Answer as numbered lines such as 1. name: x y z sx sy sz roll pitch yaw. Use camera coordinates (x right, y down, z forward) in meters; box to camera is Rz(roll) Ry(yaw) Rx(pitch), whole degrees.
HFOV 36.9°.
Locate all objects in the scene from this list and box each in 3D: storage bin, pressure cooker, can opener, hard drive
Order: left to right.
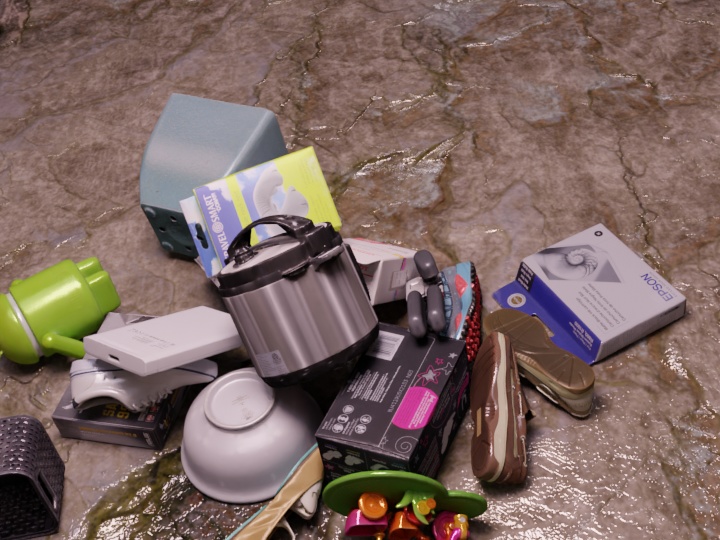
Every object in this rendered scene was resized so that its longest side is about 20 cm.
1. storage bin: -0.491 0.274 1.374 0.198 0.136 0.094 -10 44 2
2. hard drive: -0.248 0.091 1.442 0.131 0.027 0.199 14 20 39
3. pressure cooker: -0.084 0.026 1.365 0.175 0.201 0.179 -24 9 4
4. can opener: 0.082 0.026 1.442 0.053 0.067 0.200 -17 15 7

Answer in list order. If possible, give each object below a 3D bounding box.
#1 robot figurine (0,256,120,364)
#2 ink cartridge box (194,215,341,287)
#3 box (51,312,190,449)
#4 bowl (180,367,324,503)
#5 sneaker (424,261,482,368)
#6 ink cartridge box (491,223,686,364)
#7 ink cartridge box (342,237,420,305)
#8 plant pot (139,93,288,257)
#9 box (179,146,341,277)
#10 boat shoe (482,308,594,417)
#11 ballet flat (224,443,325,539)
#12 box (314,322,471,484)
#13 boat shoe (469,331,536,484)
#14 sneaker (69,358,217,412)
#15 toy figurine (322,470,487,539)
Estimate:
1. robot figurine: -0.462 0.061 1.603 0.199 0.116 0.175 -30 45 -18
2. ink cartridge box: -0.138 -0.044 1.589 0.200 0.084 0.145 -40 11 -6
3. box: -0.320 0.151 1.529 0.157 0.049 0.201 5 46 16
4. bowl: -0.150 0.196 1.417 0.199 0.091 0.202 -7 43 6
5. sneaker: 0.119 0.072 1.512 0.095 0.080 0.201 -10 34 16
6. ink cartridge box: 0.316 0.035 1.520 0.199 0.041 0.200 -26 45 -15
7. ink cartridge box: 0.000 0.000 1.526 0.116 0.068 0.200 15 9 26
8. plant pot: -0.237 -0.129 1.708 0.194 0.197 0.201 12 56 23
9. box: -0.139 -0.080 1.490 0.199 0.048 0.123 -21 85 -6
10. boat shoe: 0.235 0.121 1.444 0.073 0.063 0.200 -28 41 -23
11. ballet flat: -0.093 0.300 1.328 0.063 0.069 0.200 39 64 13
12. box: 0.046 0.184 1.370 0.131 0.115 0.200 11 46 23
13. boat shoe: 0.184 0.177 1.373 0.074 0.075 0.204 18 58 -16
14. sneaker: -0.289 0.155 1.446 0.198 0.073 0.071 -4 72 3
15. toy figurine: 0.052 0.344 1.223 0.198 0.150 0.185 10 56 -13
